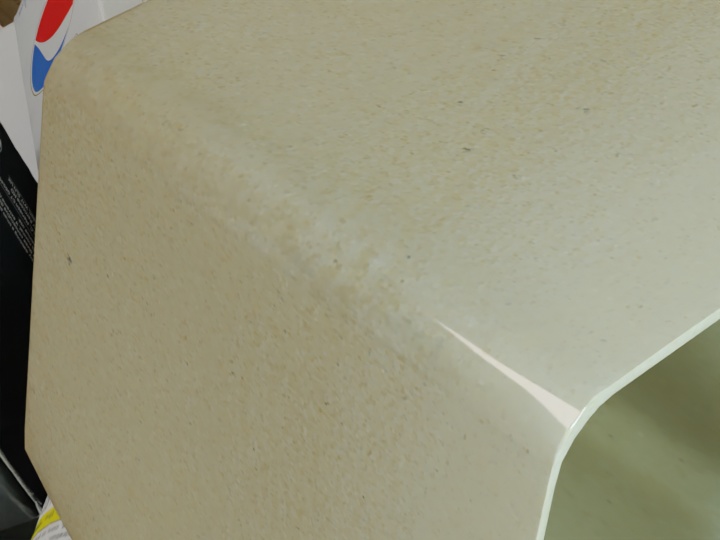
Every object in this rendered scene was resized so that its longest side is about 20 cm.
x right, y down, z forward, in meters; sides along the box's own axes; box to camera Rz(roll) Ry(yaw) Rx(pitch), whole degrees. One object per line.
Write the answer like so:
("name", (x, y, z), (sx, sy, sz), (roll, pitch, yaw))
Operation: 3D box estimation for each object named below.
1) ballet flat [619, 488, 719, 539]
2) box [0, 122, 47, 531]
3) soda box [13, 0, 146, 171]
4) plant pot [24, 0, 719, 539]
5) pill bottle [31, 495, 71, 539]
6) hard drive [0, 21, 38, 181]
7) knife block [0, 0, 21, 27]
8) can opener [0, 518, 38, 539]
("ballet flat", (0.047, 0.130, 0.698), (0.068, 0.068, 0.200), (12, 69, 44))
("box", (-0.196, 0.043, 0.794), (0.200, 0.079, 0.141), (-22, 28, 13))
("soda box", (-0.069, -0.059, 0.846), (0.064, 0.068, 0.200), (-64, 24, 26))
("plant pot", (0.028, 0.016, 0.611), (0.177, 0.200, 0.200), (35, 47, 28))
("pill bottle", (-0.059, 0.148, 0.679), (0.109, 0.109, 0.200), (-11, 48, 36))
("hard drive", (-0.147, -0.019, 0.934), (0.200, 0.025, 0.132), (-32, 55, -17))
("knife block", (-0.160, -0.191, 1.014), (0.064, 0.176, 0.200), (-11, 40, 49))
("can opener", (-0.063, 0.078, 0.819), (0.200, 0.066, 0.053), (-30, 75, 48))
